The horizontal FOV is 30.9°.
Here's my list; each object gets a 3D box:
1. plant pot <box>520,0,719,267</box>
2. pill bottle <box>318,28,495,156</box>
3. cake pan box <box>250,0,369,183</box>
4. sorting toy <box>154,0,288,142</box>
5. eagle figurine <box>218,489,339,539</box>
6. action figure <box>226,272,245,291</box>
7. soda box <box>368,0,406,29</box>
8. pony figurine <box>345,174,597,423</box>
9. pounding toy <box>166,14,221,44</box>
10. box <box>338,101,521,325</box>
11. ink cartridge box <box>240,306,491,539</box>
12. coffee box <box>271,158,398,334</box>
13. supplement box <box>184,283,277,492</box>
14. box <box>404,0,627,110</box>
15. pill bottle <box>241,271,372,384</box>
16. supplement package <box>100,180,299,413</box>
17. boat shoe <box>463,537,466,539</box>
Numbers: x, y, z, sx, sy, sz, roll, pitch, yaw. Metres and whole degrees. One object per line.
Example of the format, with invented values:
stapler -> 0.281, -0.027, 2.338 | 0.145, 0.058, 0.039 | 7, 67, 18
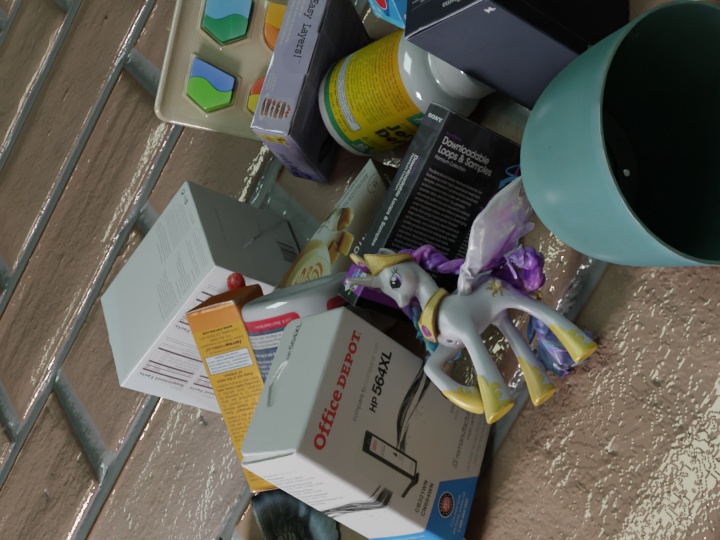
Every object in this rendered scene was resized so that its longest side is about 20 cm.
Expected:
plant pot -> 0.223, -0.094, 1.035 | 0.161, 0.200, 0.201 | -15, 61, 63
pill bottle -> 0.057, -0.197, 1.358 | 0.200, 0.113, 0.113 | -17, 60, 47
cake pan box -> -0.050, -0.218, 1.458 | 0.052, 0.184, 0.201 | 14, 82, 13
sorting toy -> -0.131, -0.251, 1.551 | 0.036, 0.199, 0.186 | 180, 102, -84
eagle figurine -> -0.095, 0.330, 1.317 | 0.151, 0.151, 0.200 | -4, 27, 11
action figure -> -0.117, 0.096, 1.403 | 0.099, 0.065, 0.201 | 7, 115, 61
soda box -> 0.096, -0.333, 1.333 | 0.200, 0.064, 0.068 | -36, 35, -12
pony figurine -> 0.110, 0.022, 1.144 | 0.200, 0.193, 0.167 | 50, 155, 22
pounding toy -> -0.145, -0.313, 1.682 | 0.200, 0.142, 0.184 | -58, 37, -2
box -> 0.078, -0.044, 1.230 | 0.036, 0.143, 0.200 | 36, 102, 46
ink cartridge box -> 0.010, 0.146, 1.155 | 0.084, 0.200, 0.146 | -17, 47, 48
coffee box -> 0.000, 0.000, 1.363 | 0.200, 0.080, 0.115 | -52, 40, 24
supplement box -> -0.107, 0.120, 1.321 | 0.069, 0.067, 0.201 | -17, 99, 24
box -> 0.148, -0.269, 1.200 | 0.104, 0.200, 0.183 | -20, 58, 45
pill bottle -> -0.032, 0.112, 1.263 | 0.119, 0.119, 0.201 | -11, 97, 50
supplement package -> -0.180, 0.034, 1.521 | 0.200, 0.150, 0.152 | -50, 41, 24
boat shoe -> 0.041, 0.327, 1.169 | 0.200, 0.057, 0.069 | -53, 20, -6
